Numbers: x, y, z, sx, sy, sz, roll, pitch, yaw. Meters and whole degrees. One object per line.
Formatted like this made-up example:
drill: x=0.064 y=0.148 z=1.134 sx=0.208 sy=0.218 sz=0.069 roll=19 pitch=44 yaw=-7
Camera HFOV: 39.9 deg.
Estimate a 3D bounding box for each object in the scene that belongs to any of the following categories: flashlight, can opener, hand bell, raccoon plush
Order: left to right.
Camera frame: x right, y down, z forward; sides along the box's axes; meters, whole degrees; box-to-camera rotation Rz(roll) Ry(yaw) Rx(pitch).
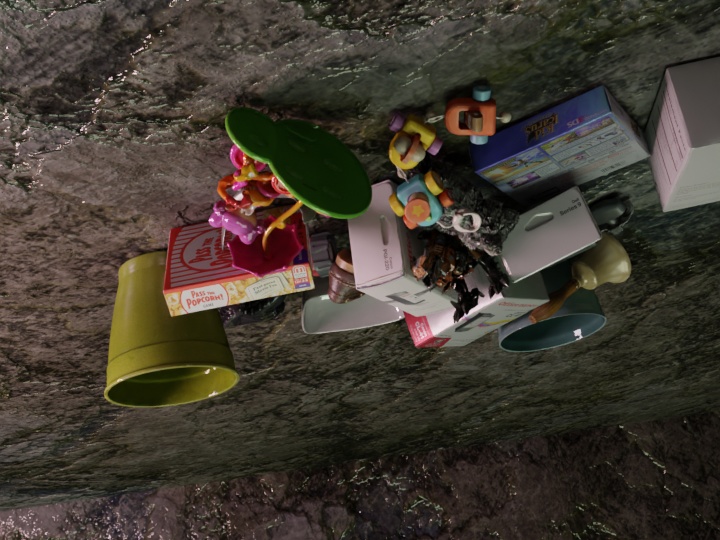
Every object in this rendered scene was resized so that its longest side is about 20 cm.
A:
flashlight: x=-0.131 y=-0.008 z=1.531 sx=0.196 sy=0.069 sz=0.068 roll=-13 pitch=127 yaw=15
raccoon plush: x=0.125 y=-0.088 z=1.310 sx=0.133 sy=0.098 sz=0.199 roll=26 pitch=179 yaw=31
hand bell: x=0.357 y=0.027 z=1.683 sx=0.199 sy=0.105 sz=0.104 roll=-35 pitch=169 yaw=-24
can opener: x=0.373 y=-0.069 z=1.661 sx=0.066 sy=0.053 sz=0.199 roll=38 pitch=136 yaw=-17

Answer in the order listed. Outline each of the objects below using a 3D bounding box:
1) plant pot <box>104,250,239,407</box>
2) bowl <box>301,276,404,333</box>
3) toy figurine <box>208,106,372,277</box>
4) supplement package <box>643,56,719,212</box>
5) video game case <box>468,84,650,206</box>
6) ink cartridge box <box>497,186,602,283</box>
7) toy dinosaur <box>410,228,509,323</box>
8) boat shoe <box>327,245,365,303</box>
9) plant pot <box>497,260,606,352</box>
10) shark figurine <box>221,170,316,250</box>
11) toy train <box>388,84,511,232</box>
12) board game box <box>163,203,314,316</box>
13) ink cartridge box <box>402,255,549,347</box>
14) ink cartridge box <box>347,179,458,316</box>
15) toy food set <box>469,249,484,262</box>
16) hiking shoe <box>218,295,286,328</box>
plant pot: x=-0.291 y=0.082 z=1.488 sx=0.196 sy=0.196 sz=0.201 roll=-9 pitch=160 yaw=-3
bowl: x=-0.007 y=0.033 z=1.677 sx=0.196 sy=0.076 sz=0.200 roll=-7 pitch=159 yaw=-8
toy figurine: x=-0.115 y=-0.076 z=1.199 sx=0.198 sy=0.152 sz=0.184 roll=25 pitch=128 yaw=-23
supplement package: x=0.455 y=-0.178 z=1.305 sx=0.115 sy=0.119 sz=0.200 roll=-11 pitch=160 yaw=2
video game case: x=0.273 y=-0.164 z=1.351 sx=0.198 sy=0.046 sz=0.180 roll=-22 pitch=158 yaw=26
ink cartridge box: x=0.274 y=-0.053 z=1.461 sx=0.144 sy=0.085 sz=0.200 roll=-28 pitch=177 yaw=13
toy dinosaur: x=0.143 y=-0.016 z=1.410 sx=0.199 sy=0.137 sz=0.102 roll=-37 pitch=180 yaw=-34
boat shoe: x=0.000 y=0.000 z=1.508 sx=0.070 sy=0.071 sz=0.199 roll=25 pitch=-161 yaw=18
plant pot: x=0.336 y=0.053 z=1.814 sx=0.196 sy=0.136 sz=0.201 roll=-9 pitch=159 yaw=-4
shark figurine: x=-0.096 y=-0.093 z=1.294 sx=0.211 sy=0.091 sz=0.128 roll=-14 pitch=158 yaw=2
toy train: x=0.105 y=-0.128 z=1.227 sx=0.147 sy=0.056 sz=0.203 roll=6 pitch=121 yaw=3
board game box: x=-0.166 y=-0.017 z=1.360 sx=0.196 sy=0.153 sz=0.047 roll=-12 pitch=126 yaw=0
ink cartridge box: x=0.190 y=0.052 z=1.646 sx=0.199 sy=0.087 sz=0.146 roll=-31 pitch=157 yaw=37
ink cartridge box: x=0.064 y=-0.027 z=1.454 sx=0.084 sy=0.148 sz=0.199 roll=-16 pitch=159 yaw=23
toy food set: x=0.219 y=-0.030 z=1.665 sx=0.197 sy=0.049 sz=0.198 roll=-16 pitch=158 yaw=14
hiking shoe: x=-0.163 y=0.043 z=1.647 sx=0.099 sy=0.077 sz=0.199 roll=-6 pitch=169 yaw=-36
